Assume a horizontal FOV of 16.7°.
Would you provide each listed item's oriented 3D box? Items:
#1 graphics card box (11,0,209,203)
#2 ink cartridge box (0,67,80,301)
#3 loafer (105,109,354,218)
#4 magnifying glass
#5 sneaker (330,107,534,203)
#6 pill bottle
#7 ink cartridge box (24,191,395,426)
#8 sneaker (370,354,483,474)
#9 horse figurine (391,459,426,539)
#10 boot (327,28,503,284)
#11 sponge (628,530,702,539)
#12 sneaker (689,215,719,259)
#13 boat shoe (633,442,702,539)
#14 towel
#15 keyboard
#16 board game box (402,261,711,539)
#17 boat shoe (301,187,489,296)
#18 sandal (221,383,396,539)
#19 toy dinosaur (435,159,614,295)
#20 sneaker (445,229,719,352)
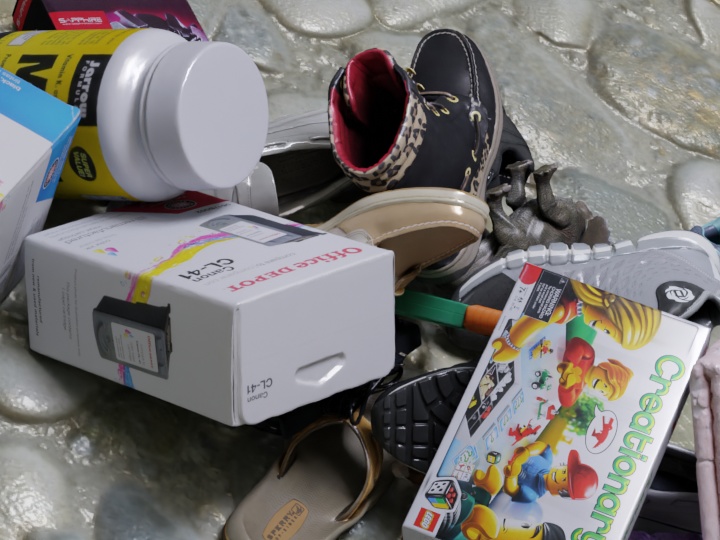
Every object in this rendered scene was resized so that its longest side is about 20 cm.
[{"bbox_3d":[-0.161,-0.135,1.788,0.125,0.051,0.200,-2,48,-32],"label":"graphics card box"},{"bbox_3d":[-0.294,-0.031,1.521,0.145,0.147,0.200,29,38,4],"label":"ink cartridge box"},{"bbox_3d":[-0.082,-0.059,1.703,0.200,0.070,0.070,-25,34,-24],"label":"loafer"},{"bbox_3d":[0.063,0.031,1.661,0.080,0.022,0.200,17,-4,-40],"label":"magnifying glass"},{"bbox_3d":[0.056,-0.081,1.835,0.200,0.076,0.091,-21,65,-40],"label":"sneaker"},{"bbox_3d":[-0.167,-0.103,1.625,0.200,0.114,0.114,2,25,35],"label":"pill bottle"},{"bbox_3d":[-0.096,0.019,1.560,0.200,0.086,0.148,15,24,41],"label":"ink cartridge box"},{"bbox_3d":[0.088,0.089,1.616,0.200,0.076,0.088,-6,11,-26],"label":"sneaker"},{"bbox_3d":[0.071,0.201,1.542,0.200,0.050,0.133,39,36,17],"label":"horse figurine"},{"bbox_3d":[0.037,-0.108,1.709,0.073,0.151,0.200,-4,62,25],"label":"boot"},{"bbox_3d":[0.180,0.213,1.561,0.200,0.030,0.112,10,38,-48],"label":"sponge"},{"bbox_3d":[0.230,0.010,1.815,0.078,0.086,0.200,38,41,13],"label":"sneaker"},{"bbox_3d":[0.171,0.130,1.666,0.200,0.065,0.074,14,41,-15],"label":"boat shoe"},{"bbox_3d":[0.255,0.130,1.590,0.032,0.191,0.200,-3,8,21],"label":"towel"},{"bbox_3d":[-0.020,0.055,1.616,0.104,0.040,0.200,14,24,24],"label":"keyboard"},{"bbox_3d":[0.122,0.102,1.516,0.126,0.035,0.200,20,64,14],"label":"board game box"},{"bbox_3d":[0.000,0.000,1.638,0.074,0.200,0.069,29,53,-44],"label":"boat shoe"},{"bbox_3d":[-0.022,0.125,1.573,0.080,0.054,0.200,32,39,6],"label":"sandal"},{"bbox_3d":[0.113,-0.017,1.783,0.200,0.077,0.102,-31,107,-31],"label":"toy dinosaur"},{"bbox_3d":[0.162,0.034,1.701,0.200,0.075,0.116,-15,34,-1],"label":"sneaker"}]
